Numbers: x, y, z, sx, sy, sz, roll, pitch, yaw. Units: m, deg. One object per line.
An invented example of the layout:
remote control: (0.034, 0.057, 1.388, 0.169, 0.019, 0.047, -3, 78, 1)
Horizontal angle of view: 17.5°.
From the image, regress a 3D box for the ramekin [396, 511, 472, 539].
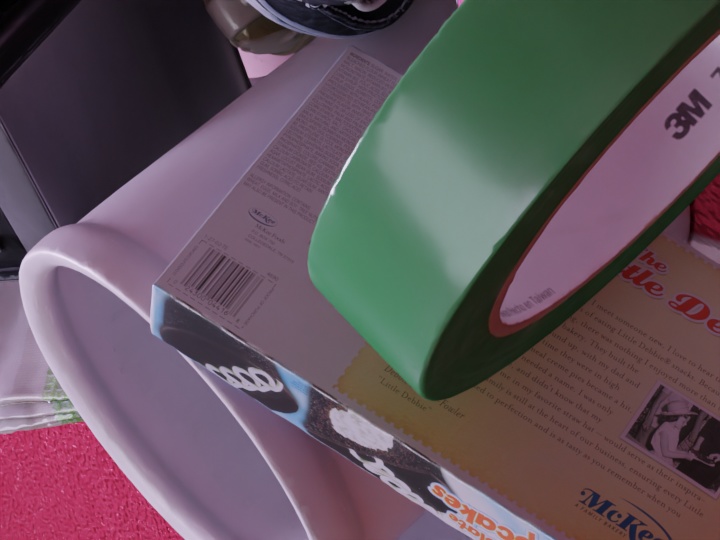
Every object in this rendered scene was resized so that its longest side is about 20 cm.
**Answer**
ramekin: (0.075, 0.116, 0.934, 0.105, 0.200, 0.200, 45, 160, -15)

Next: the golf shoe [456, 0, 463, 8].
golf shoe: (0.060, -0.123, 0.742, 0.092, 0.072, 0.201, 49, 151, 21)

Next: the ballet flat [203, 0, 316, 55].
ballet flat: (-0.031, -0.122, 0.920, 0.070, 0.069, 0.200, 51, 159, -2)

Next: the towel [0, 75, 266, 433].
towel: (-0.097, -0.010, 1.033, 0.199, 0.150, 0.031, -10, 159, 29)

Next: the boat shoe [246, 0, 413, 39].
boat shoe: (-0.007, -0.114, 0.751, 0.068, 0.072, 0.200, 44, 175, 22)

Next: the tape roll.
tape roll: (0.072, -0.051, 0.648, 0.048, 0.200, 0.201, 44, 158, 13)

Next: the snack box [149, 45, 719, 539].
snack box: (0.046, 0.023, 0.749, 0.199, 0.116, 0.037, 32, 152, 13)

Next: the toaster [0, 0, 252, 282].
toaster: (-0.162, -0.082, 0.976, 0.180, 0.200, 0.119, -2, 126, 30)

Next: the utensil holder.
utensil holder: (0.000, 0.000, 0.875, 0.170, 0.200, 0.170, 40, 157, 21)
